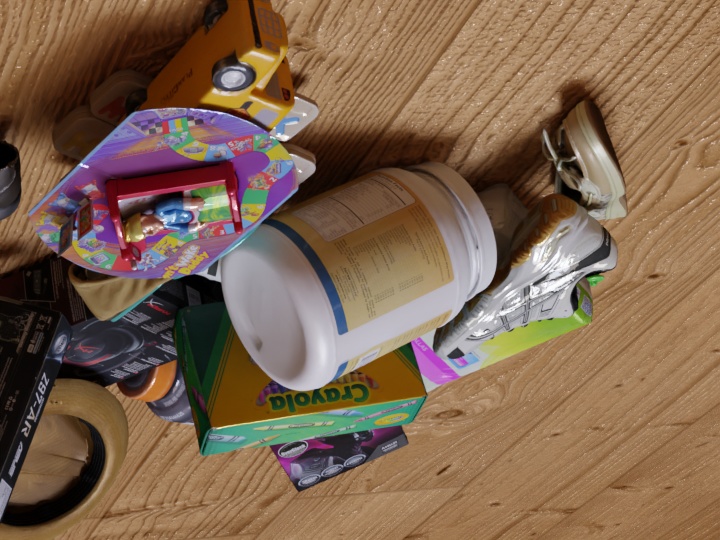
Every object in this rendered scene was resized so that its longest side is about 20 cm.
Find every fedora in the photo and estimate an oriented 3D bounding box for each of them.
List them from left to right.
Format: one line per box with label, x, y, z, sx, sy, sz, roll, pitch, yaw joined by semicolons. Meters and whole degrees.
fedora;-0.308;0.163;1.756;0.200;0.082;0.201;-25;134;-29

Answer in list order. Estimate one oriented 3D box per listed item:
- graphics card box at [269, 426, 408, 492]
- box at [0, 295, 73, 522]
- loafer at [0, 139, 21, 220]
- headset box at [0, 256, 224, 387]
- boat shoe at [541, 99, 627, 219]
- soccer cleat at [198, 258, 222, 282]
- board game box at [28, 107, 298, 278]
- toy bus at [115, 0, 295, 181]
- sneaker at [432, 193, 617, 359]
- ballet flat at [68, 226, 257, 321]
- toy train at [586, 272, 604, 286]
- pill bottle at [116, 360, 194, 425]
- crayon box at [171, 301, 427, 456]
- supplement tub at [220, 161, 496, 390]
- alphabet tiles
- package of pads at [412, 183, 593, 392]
graphics card box;-0.035;0.133;1.850;0.125;0.051;0.200;-24;150;-1
box;-0.351;0.112;1.619;0.160;0.201;0.044;13;160;12
loafer;-0.342;-0.080;1.426;0.199;0.073;0.071;-4;147;-32
headset box;-0.235;0.042;1.736;0.199;0.075;0.149;-22;155;21
boat shoe;0.190;-0.084;1.659;0.062;0.074;0.200;-17;157;6
soccer cleat;-0.111;-0.017;1.684;0.085;0.069;0.200;-11;155;20
board game box;-0.140;-0.038;1.413;0.158;0.039;0.200;22;134;-37
toy bus;-0.114;-0.115;1.407;0.078;0.065;0.200;18;136;-34
sneaker;0.144;0.025;1.685;0.088;0.076;0.200;32;126;-18
ballet flat;-0.162;-0.019;1.545;0.200;0.069;0.063;-31;112;34
toy train;0.146;0.005;1.889;0.199;0.042;0.056;-4;167;-17
pill bottle;-0.141;0.100;1.878;0.200;0.107;0.106;11;148;-43
crayon box;-0.054;0.084;1.687;0.199;0.119;0.058;-7;153;-19
supplement tub;0.000;0.000;1.612;0.200;0.145;0.145;-25;165;-30
alphabet tiles;-0.135;-0.092;1.503;0.200;0.015;0.195;22;135;-39
package of pads;0.093;0.017;1.785;0.200;0.068;0.155;-26;125;28
